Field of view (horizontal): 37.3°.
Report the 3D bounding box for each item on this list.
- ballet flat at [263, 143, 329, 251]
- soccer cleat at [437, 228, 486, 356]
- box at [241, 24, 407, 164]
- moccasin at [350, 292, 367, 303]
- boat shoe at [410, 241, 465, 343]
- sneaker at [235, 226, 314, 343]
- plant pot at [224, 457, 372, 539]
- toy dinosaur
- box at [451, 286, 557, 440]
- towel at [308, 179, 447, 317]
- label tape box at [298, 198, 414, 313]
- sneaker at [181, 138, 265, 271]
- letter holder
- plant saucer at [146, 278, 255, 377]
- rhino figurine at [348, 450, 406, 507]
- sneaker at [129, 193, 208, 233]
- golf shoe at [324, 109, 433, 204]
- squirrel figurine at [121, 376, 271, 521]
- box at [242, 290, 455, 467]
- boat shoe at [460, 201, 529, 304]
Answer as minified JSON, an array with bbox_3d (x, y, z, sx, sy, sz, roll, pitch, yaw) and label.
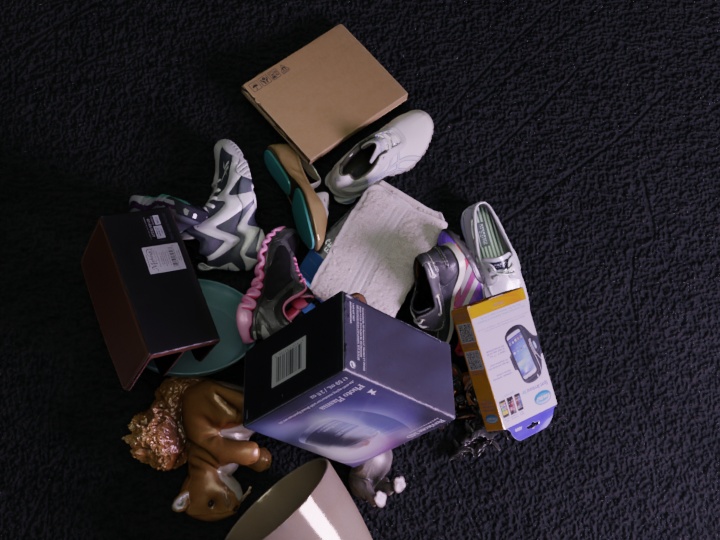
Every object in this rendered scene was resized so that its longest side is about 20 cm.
[{"bbox_3d":[-0.080,-0.116,1.570,0.063,0.069,0.200,-14,58,-22],"label":"ballet flat"},{"bbox_3d":[0.143,0.035,1.544,0.073,0.068,0.200,-27,115,-8],"label":"soccer cleat"},{"bbox_3d":[-0.053,-0.270,1.623,0.200,0.021,0.164,-37,77,-22],"label":"box"},{"bbox_3d":[-0.052,0.090,1.481,0.078,0.201,0.074,-9,78,-24],"label":"moccasin"},{"bbox_3d":[0.095,0.049,1.517,0.068,0.200,0.072,-21,47,-30],"label":"boat shoe"},{"bbox_3d":[-0.105,0.022,1.500,0.095,0.079,0.200,4,52,15],"label":"sneaker"},{"bbox_3d":[-0.054,0.391,1.441,0.187,0.187,0.200,-40,98,-12],"label":"plant pot"},{"bbox_3d":[0.156,0.191,1.538,0.200,0.102,0.136,-14,64,8],"label":"toy dinosaur"},{"bbox_3d":[0.206,0.134,1.498,0.119,0.041,0.200,-16,92,-39],"label":"box"},{"bbox_3d":[0.027,-0.022,1.532,0.132,0.034,0.200,29,77,1],"label":"towel"},{"bbox_3d":[0.000,0.000,1.575,0.144,0.063,0.200,43,77,5],"label":"label tape box"},{"bbox_3d":[-0.220,-0.089,1.565,0.129,0.079,0.199,-13,89,-16],"label":"sneaker"},{"bbox_3d":[-0.285,0.041,1.415,0.100,0.142,0.200,-12,69,-33],"label":"letter holder"},{"bbox_3d":[-0.242,0.088,1.507,0.200,0.036,0.200,4,38,-3],"label":"plant saucer"},{"bbox_3d":[0.023,0.235,1.518,0.060,0.087,0.200,13,74,-31],"label":"rhino figurine"},{"bbox_3d":[-0.279,-0.057,1.509,0.074,0.200,0.088,21,83,-31],"label":"sneaker"},{"bbox_3d":[0.037,-0.178,1.601,0.200,0.097,0.078,-42,83,-13],"label":"golf shoe"},{"bbox_3d":[-0.222,0.245,1.485,0.200,0.142,0.187,16,87,13],"label":"squirrel figurine"},{"bbox_3d":[-0.015,0.150,1.394,0.198,0.200,0.123,26,47,-35],"label":"box"},{"bbox_3d":[0.199,-0.007,1.592,0.073,0.067,0.200,-22,81,-9],"label":"boat shoe"}]
